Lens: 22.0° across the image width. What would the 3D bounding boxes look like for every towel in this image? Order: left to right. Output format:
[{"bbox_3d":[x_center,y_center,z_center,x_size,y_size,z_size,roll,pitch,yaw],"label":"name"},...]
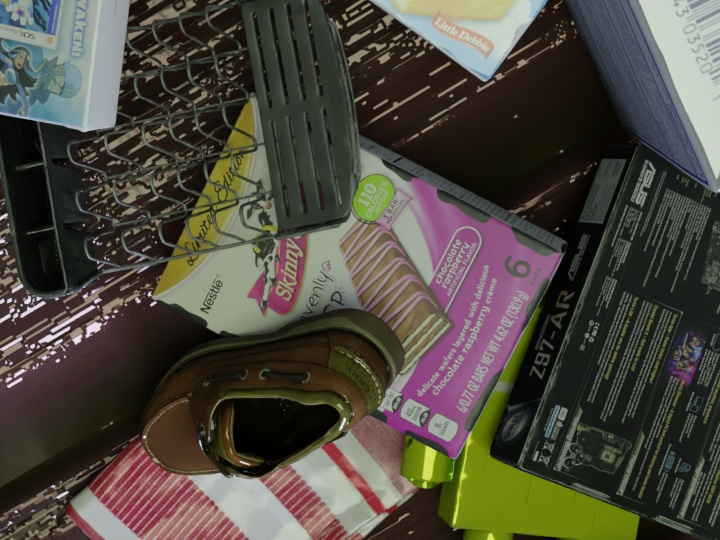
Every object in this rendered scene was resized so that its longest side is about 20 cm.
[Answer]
[{"bbox_3d":[-0.062,0.130,1.137,0.200,0.023,0.144,-41,104,5],"label":"towel"}]

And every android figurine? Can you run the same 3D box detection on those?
[{"bbox_3d":[0.117,0.098,1.129,0.182,0.041,0.200,6,96,-15],"label":"android figurine"}]

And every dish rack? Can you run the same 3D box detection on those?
[{"bbox_3d":[-0.101,-0.075,1.019,0.200,0.055,0.153,-11,88,19],"label":"dish rack"}]

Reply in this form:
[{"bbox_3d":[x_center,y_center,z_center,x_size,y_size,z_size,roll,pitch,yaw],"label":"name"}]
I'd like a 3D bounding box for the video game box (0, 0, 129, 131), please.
[{"bbox_3d":[-0.209,-0.188,0.990,0.182,0.047,0.200,12,101,17],"label":"video game box"}]

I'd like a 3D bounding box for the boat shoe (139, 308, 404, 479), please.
[{"bbox_3d":[-0.066,0.079,1.031,0.072,0.068,0.200,47,134,-15],"label":"boat shoe"}]

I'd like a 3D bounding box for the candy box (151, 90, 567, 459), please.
[{"bbox_3d":[0.000,0.000,1.063,0.200,0.061,0.136,27,100,6],"label":"candy box"}]

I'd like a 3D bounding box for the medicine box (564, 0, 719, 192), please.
[{"bbox_3d":[0.171,-0.161,0.996,0.103,0.200,0.182,-27,106,1],"label":"medicine box"}]

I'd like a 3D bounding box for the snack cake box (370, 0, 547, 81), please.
[{"bbox_3d":[0.000,-0.192,1.013,0.200,0.115,0.067,34,98,-14],"label":"snack cake box"}]

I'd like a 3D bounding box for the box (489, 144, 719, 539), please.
[{"bbox_3d":[0.185,0.046,1.095,0.160,0.044,0.200,22,86,-20],"label":"box"}]
